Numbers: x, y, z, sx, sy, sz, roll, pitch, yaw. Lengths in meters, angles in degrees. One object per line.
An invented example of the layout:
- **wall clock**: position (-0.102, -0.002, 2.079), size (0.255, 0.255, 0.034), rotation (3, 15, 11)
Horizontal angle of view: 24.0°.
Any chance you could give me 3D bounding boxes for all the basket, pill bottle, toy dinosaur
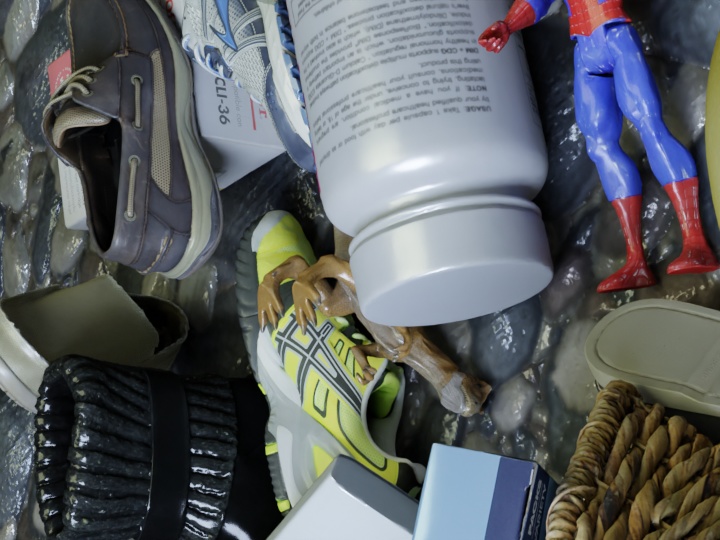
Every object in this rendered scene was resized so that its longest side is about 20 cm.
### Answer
- **basket**: position (0.099, 0.171, 0.664), size (0.149, 0.143, 0.200), rotation (31, 131, 44)
- **pill bottle**: position (0.029, -0.081, 0.835), size (0.113, 0.113, 0.200), rotation (-29, 65, 45)
- **toy dinosaur**: position (0.000, 0.000, 0.893), size (0.060, 0.106, 0.200), rotation (-50, 56, 50)

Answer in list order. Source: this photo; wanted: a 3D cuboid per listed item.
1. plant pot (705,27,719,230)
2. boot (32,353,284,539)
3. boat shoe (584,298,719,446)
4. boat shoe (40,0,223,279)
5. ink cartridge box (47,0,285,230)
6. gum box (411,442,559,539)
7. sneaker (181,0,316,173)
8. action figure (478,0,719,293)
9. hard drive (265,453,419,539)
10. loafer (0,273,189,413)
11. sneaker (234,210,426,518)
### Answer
- **plant pot**: position (0.202, -0.065, 0.593), size (0.142, 0.200, 0.200), rotation (-108, 38, -63)
- **boot**: position (-0.089, 0.145, 0.919), size (0.079, 0.158, 0.211), rotation (-44, 55, 38)
- **boat shoe**: position (0.182, 0.069, 0.699), size (0.200, 0.073, 0.063), rotation (22, 146, 43)
- **boat shoe**: position (-0.138, -0.089, 0.961), size (0.074, 0.073, 0.200), rotation (-45, 56, 39)
- **ink cartridge box**: position (-0.111, -0.110, 1.040), size (0.200, 0.067, 0.117), rotation (-27, 66, 45)
- **gum box**: position (0.051, 0.171, 0.690), size (0.044, 0.200, 0.170), rotation (10, 78, 16)
- **sneaker**: position (-0.053, -0.129, 0.940), size (0.085, 0.077, 0.200), rotation (-39, 57, 33)
- **action figure**: position (0.096, -0.092, 0.753), size (0.065, 0.099, 0.200), rotation (-18, 79, 45)
- **hard drive**: position (-0.010, 0.193, 0.858), size (0.200, 0.132, 0.027), rotation (-52, 7, 33)
- **loafer**: position (-0.165, 0.037, 1.009), size (0.076, 0.200, 0.068), rotation (46, 101, 13)
- **sneaker**: position (-0.015, 0.053, 0.925), size (0.076, 0.075, 0.200), rotation (-22, 63, 14)
